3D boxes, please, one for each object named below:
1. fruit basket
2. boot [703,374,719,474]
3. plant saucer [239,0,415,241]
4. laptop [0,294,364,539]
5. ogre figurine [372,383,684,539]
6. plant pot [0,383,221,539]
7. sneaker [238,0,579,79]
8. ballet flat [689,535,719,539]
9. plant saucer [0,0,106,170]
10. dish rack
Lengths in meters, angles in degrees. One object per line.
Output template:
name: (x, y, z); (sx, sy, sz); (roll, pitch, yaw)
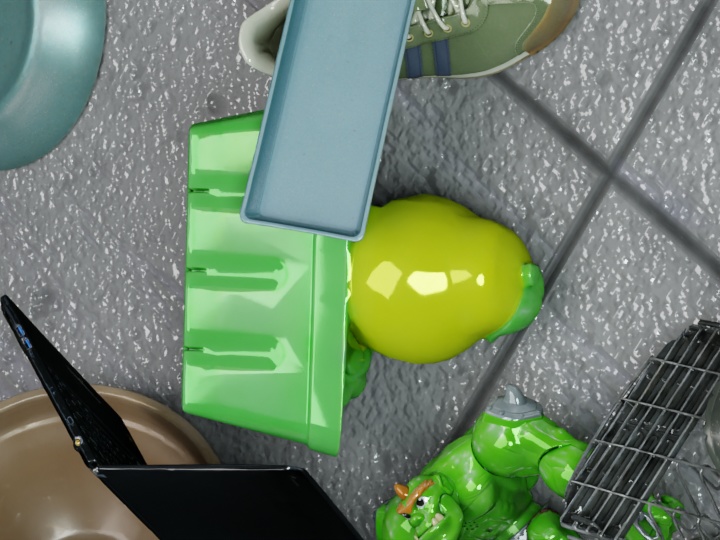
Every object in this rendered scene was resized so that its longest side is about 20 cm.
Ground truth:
fruit basket: (0.000, 0.000, 1.672); (0.215, 0.156, 0.216); (0, 94, -3)
boot: (0.254, 0.025, 1.438); (0.130, 0.068, 0.200); (-3, 52, 35)
plant saucer: (-0.010, -0.115, 1.609); (0.070, 0.019, 0.201); (10, 79, 13)
laptop: (-0.091, 0.098, 1.676); (0.103, 0.177, 0.200); (-33, 57, 0)
ogre figurine: (0.077, 0.146, 1.621); (0.120, 0.098, 0.200); (52, 150, 9)
plant pot: (-0.172, 0.175, 1.804); (0.201, 0.201, 0.093); (47, 160, 29)
sneaker: (0.018, -0.138, 1.656); (0.200, 0.090, 0.067); (-10, 84, 40)
ballet flat: (0.210, 0.224, 1.526); (0.200, 0.064, 0.067); (54, 128, 25)
plant saucer: (-0.246, -0.164, 1.915); (0.200, 0.036, 0.201); (2, 93, 40)
dish rack: (0.202, 0.104, 1.493); (0.200, 0.055, 0.154); (14, 60, 46)
